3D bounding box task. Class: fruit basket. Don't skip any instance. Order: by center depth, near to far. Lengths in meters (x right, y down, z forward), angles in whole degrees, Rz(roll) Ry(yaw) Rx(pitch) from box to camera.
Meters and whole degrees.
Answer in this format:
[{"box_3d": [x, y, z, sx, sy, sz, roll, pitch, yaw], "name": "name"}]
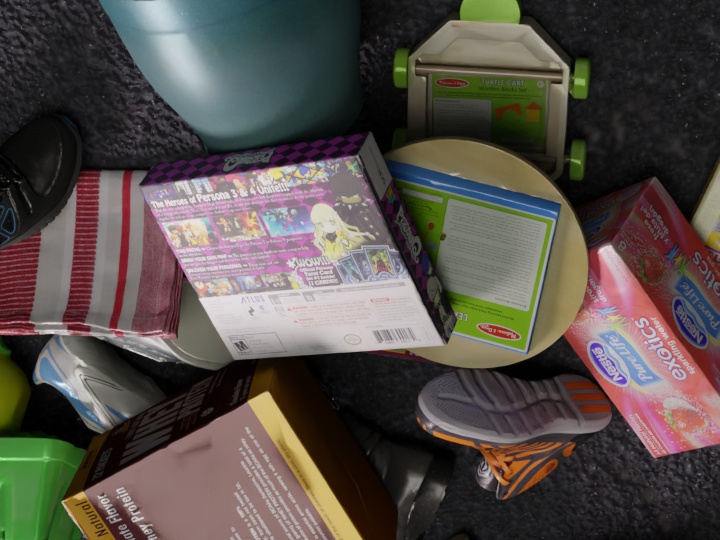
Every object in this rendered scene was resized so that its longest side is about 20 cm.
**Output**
[{"box_3d": [-0.342, 0.153, 1.545, 0.214, 0.156, 0.217, -4, 72, 11], "name": "fruit basket"}]

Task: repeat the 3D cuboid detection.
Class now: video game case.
[{"box_3d": [-0.047, -0.013, 1.299, 0.199, 0.036, 0.182, -6, 126, 31], "name": "video game case"}]

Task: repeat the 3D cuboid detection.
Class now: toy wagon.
[{"box_3d": [0.104, -0.146, 1.342, 0.154, 0.040, 0.201, 4, 116, 9], "name": "toy wagon"}]

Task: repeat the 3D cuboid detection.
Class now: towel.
[{"box_3d": [-0.245, -0.016, 1.444, 0.199, 0.023, 0.145, 1, 80, 11], "name": "towel"}]

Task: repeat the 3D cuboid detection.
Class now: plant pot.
[{"box_3d": [-0.084, -0.187, 1.283, 0.199, 0.201, 0.189, -10, 128, 16], "name": "plant pot"}]

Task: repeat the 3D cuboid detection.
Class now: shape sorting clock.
[{"box_3d": [0.078, -0.012, 1.316, 0.199, 0.039, 0.201, 7, 116, 14], "name": "shape sorting clock"}]

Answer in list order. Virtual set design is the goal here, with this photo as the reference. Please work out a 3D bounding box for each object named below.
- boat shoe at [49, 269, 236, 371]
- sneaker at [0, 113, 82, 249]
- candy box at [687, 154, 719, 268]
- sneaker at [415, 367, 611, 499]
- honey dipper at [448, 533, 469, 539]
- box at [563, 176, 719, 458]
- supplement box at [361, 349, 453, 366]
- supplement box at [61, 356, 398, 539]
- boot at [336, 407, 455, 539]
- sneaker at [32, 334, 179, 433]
[{"box_3d": [-0.175, 0.043, 1.491, 0.199, 0.073, 0.062, 17, 161, -5], "name": "boat shoe"}, {"box_3d": [-0.311, -0.053, 1.414, 0.073, 0.082, 0.200, 41, 89, 19], "name": "sneaker"}, {"box_3d": [0.361, -0.015, 1.362, 0.199, 0.026, 0.103, 22, 122, 0], "name": "candy box"}, {"box_3d": [0.113, 0.145, 1.420, 0.199, 0.078, 0.112, 7, 132, -35], "name": "sneaker"}, {"box_3d": [0.149, 0.319, 1.568, 0.038, 0.038, 0.200, -36, 109, 24], "name": "honey dipper"}, {"box_3d": [0.234, 0.040, 1.360, 0.102, 0.095, 0.200, -20, 113, 46], "name": "box"}, {"box_3d": [0.000, 0.000, 1.408, 0.199, 0.086, 0.111, 9, 117, 6], "name": "supplement box"}, {"box_3d": [-0.104, 0.198, 1.428, 0.199, 0.133, 0.198, -29, 104, 12], "name": "supplement box"}, {"box_3d": [-0.005, 0.226, 1.540, 0.131, 0.070, 0.201, 22, 107, 3], "name": "boot"}, {"box_3d": [-0.204, 0.130, 1.523, 0.200, 0.072, 0.072, 41, 119, -7], "name": "sneaker"}]
